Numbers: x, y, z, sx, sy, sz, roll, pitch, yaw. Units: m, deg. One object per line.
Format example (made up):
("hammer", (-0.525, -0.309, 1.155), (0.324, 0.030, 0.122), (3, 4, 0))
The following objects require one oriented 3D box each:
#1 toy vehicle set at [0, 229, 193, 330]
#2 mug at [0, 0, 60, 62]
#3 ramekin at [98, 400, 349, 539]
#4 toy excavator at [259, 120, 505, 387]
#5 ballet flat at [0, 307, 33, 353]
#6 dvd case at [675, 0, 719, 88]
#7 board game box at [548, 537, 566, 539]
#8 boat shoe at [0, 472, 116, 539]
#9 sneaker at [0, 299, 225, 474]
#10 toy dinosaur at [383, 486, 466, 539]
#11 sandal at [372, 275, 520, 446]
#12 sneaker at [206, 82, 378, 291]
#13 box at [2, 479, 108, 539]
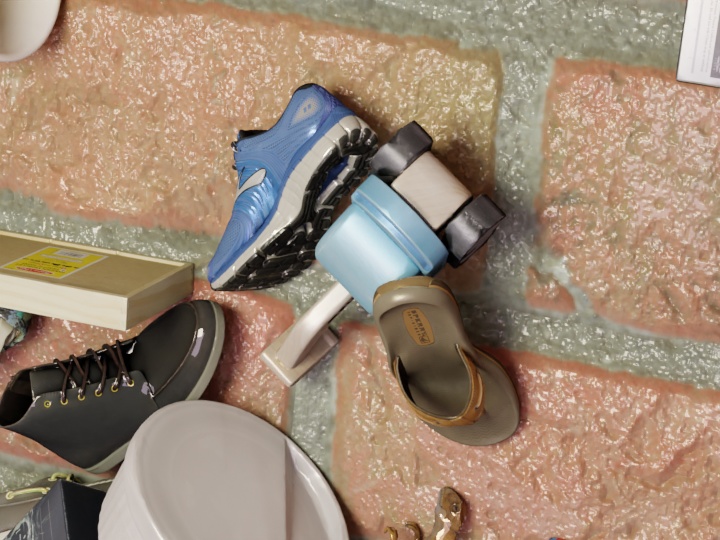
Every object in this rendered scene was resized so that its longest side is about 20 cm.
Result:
("toy vehicle set", (-0.248, 0.004, 1.545), (0.199, 0.124, 0.027), (10, 106, 19))
("mug", (-0.334, -0.248, 1.533), (0.152, 0.187, 0.150), (-2, 135, 30))
("ramekin", (-0.113, 0.209, 1.507), (0.202, 0.202, 0.094), (46, 123, 5))
("toy excavator", (0.000, 0.000, 1.454), (0.200, 0.194, 0.100), (-43, 85, -4))
("ballet flat", (-0.352, 0.074, 1.624), (0.200, 0.074, 0.074), (-39, 87, 25))
("dvd case", (0.328, -0.190, 1.334), (0.199, 0.025, 0.151), (11, 107, 19))
("board game box", (0.219, 0.327, 1.479), (0.199, 0.056, 0.197), (12, 107, 18))
("boat shoe", (-0.264, 0.204, 1.626), (0.201, 0.072, 0.061), (-19, 60, 12))
("sneaker", (-0.200, 0.086, 1.546), (0.200, 0.106, 0.075), (-45, 42, 24))
("toy dinosaur", (0.035, 0.269, 1.534), (0.106, 0.060, 0.201), (15, 107, 16))
("sandal", (0.062, 0.080, 1.428), (0.080, 0.054, 0.200), (-17, 138, 13))
("sneaker", (-0.064, -0.063, 1.495), (0.200, 0.078, 0.089), (-53, 57, 30))
("box", (-0.234, 0.312, 1.532), (0.197, 0.124, 0.201), (-46, 40, 28))
